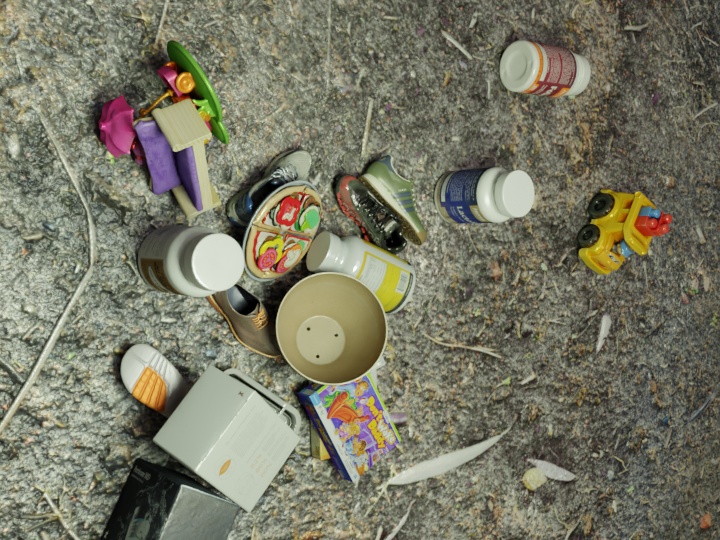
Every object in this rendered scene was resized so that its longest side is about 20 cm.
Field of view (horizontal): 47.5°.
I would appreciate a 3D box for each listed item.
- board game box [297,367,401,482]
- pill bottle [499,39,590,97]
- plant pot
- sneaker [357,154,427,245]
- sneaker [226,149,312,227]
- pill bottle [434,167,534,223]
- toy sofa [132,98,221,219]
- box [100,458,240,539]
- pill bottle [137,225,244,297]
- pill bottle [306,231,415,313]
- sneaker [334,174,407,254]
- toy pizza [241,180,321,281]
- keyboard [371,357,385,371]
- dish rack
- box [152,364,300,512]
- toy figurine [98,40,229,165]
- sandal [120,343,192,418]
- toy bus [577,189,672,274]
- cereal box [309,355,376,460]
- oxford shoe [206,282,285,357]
[{"bbox_3d":[-0.018,0.281,1.564,0.134,0.045,0.200,-36,111,-29],"label":"board game box"},{"bbox_3d":[0.425,-0.457,1.870,0.199,0.114,0.115,-2,93,-36],"label":"pill bottle"},{"bbox_3d":[-0.062,0.117,1.493,0.199,0.134,0.201,3,74,-11],"label":"plant pot"},{"bbox_3d":[0.087,-0.148,1.660,0.200,0.067,0.090,47,71,-25],"label":"sneaker"},{"bbox_3d":[-0.147,-0.150,1.474,0.200,0.085,0.077,-48,110,-26],"label":"sneaker"},{"bbox_3d":[0.257,-0.156,1.704,0.115,0.200,0.116,-1,92,-36],"label":"pill bottle"},{"bbox_3d":[-0.288,-0.168,1.303,0.097,0.200,0.083,-26,66,-18],"label":"toy sofa"},{"bbox_3d":[-0.318,0.430,1.306,0.117,0.196,0.201,31,73,-31],"label":"box"},{"bbox_3d":[-0.272,-0.015,1.320,0.114,0.200,0.115,-2,93,-36],"label":"pill bottle"},{"bbox_3d":[0.000,0.000,1.564,0.200,0.112,0.112,25,77,-29],"label":"pill bottle"},{"bbox_3d":[0.026,-0.106,1.600,0.071,0.098,0.201,-44,114,-24],"label":"sneaker"},{"bbox_3d":[-0.133,-0.066,1.465,0.200,0.032,0.201,-39,146,-33],"label":"toy pizza"},{"bbox_3d":[-0.012,0.104,1.605,0.056,0.011,0.201,-25,92,-37],"label":"keyboard"},{"bbox_3d":[-0.217,0.286,1.470,0.200,0.043,0.172,41,69,-30],"label":"dish rack"},{"bbox_3d":[-0.213,0.276,1.335,0.152,0.106,0.200,-54,145,-19],"label":"box"},{"bbox_3d":[-0.333,-0.242,1.337,0.184,0.150,0.200,-37,138,-15],"label":"toy figurine"},{"bbox_3d":[-0.324,0.208,1.375,0.207,0.059,0.079,47,71,-18],"label":"sandal"},{"bbox_3d":[0.658,-0.093,2.008,0.136,0.192,0.201,35,73,-33],"label":"toy bus"},{"bbox_3d":[-0.032,0.258,1.606,0.143,0.039,0.201,-5,94,-36],"label":"cereal box"},{"bbox_3d":[-0.195,0.088,1.459,0.200,0.073,0.071,48,65,-28],"label":"oxford shoe"}]
